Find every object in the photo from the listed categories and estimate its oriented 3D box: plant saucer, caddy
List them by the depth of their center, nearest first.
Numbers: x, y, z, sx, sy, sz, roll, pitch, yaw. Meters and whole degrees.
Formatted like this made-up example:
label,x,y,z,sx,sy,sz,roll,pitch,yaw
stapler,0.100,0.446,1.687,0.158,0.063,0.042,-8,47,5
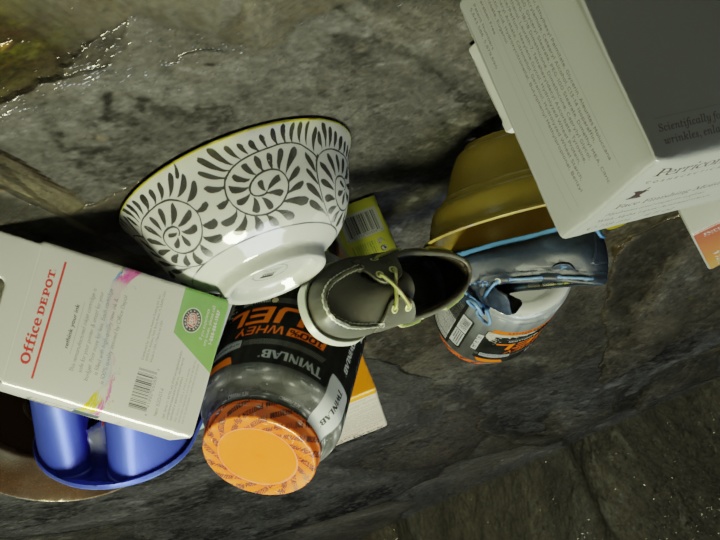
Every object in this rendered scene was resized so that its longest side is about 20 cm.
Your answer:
label,x,y,z,sx,sy,sz,roll,pitch,yaw
caddy,-0.205,0.108,1.521,0.141,0.105,0.200,2,-147,14
plant saucer,-0.276,0.134,1.589,0.200,0.200,0.032,-13,127,-30

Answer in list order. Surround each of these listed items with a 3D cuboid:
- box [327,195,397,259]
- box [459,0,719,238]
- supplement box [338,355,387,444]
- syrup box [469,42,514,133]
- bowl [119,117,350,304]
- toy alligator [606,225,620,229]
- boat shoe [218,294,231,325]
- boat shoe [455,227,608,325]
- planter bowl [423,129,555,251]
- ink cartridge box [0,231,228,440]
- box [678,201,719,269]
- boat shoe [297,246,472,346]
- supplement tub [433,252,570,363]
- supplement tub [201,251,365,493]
label,x,y,z,sx,sy,sz,roll,pitch,yaw
box,0.000,0.000,1.680,0.050,0.075,0.200,-22,163,-8
box,0.210,-0.151,1.234,0.199,0.200,0.131,-14,163,-28
supplement box,-0.032,0.105,1.879,0.073,0.126,0.200,-23,163,-2
syrup box,0.191,-0.165,1.385,0.200,0.079,0.081,-8,159,-42
bowl,-0.084,-0.033,1.419,0.200,0.094,0.201,-21,165,-6
toy alligator,0.259,-0.073,1.813,0.054,0.059,0.200,-13,161,-31
boat shoe,-0.154,0.063,1.687,0.200,0.070,0.071,-50,142,7
boat shoe,0.129,0.010,1.622,0.200,0.069,0.084,-16,172,25
planter bowl,0.144,-0.080,1.560,0.200,0.084,0.200,-13,174,-1
ink cartridge box,-0.217,0.051,1.378,0.200,0.117,0.067,19,168,-20
box,0.404,-0.095,1.856,0.152,0.107,0.200,-26,164,11
boat shoe,0.023,0.016,1.496,0.060,0.072,0.202,-20,176,35
supplement tub,0.146,0.025,1.867,0.122,0.123,0.200,-19,164,-14
supplement tub,-0.065,0.085,1.512,0.122,0.200,0.123,7,133,7
